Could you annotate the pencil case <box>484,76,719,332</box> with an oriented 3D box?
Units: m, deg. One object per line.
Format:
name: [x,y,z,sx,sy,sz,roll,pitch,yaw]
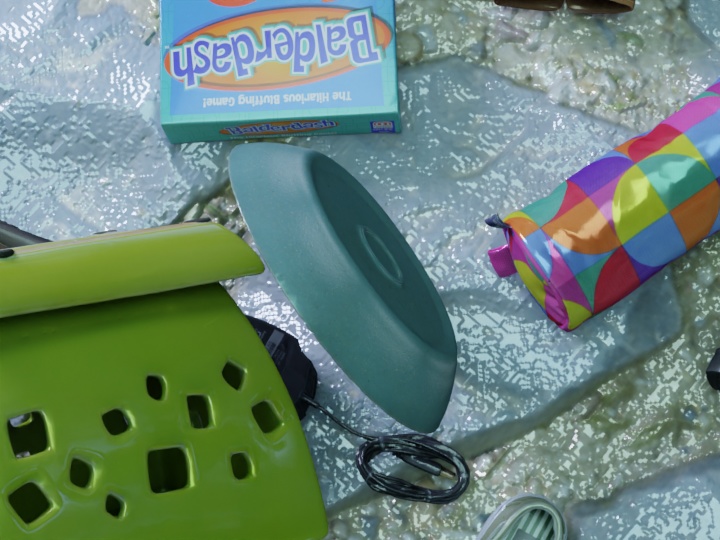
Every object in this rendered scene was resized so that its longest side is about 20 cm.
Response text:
pencil case: [0.175,-0.046,1.166,0.200,0.088,0.089,-32,77,-4]

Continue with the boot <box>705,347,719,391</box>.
boot: [0.324,0.014,1.156,0.164,0.066,0.200,29,76,8]

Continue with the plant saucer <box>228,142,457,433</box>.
plant saucer: [0.000,0.000,1.103,0.036,0.200,0.200,-36,77,14]

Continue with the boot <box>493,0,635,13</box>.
boot: [0.172,-0.242,1.211,0.199,0.077,0.156,0,75,6]

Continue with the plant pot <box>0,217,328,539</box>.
plant pot: [-0.155,0.073,1.042,0.198,0.200,0.182,-10,93,-32]

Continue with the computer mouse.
computer mouse: [-0.025,0.088,1.176,0.200,0.034,0.059,31,64,5]

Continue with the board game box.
board game box: [-0.052,-0.186,1.229,0.151,0.045,0.201,-3,78,3]

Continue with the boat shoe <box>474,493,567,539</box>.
boat shoe: [0.060,0.219,1.120,0.072,0.062,0.201,24,80,8]

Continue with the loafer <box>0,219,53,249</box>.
loafer: [-0.219,0.010,1.178,0.199,0.073,0.071,16,77,7]
